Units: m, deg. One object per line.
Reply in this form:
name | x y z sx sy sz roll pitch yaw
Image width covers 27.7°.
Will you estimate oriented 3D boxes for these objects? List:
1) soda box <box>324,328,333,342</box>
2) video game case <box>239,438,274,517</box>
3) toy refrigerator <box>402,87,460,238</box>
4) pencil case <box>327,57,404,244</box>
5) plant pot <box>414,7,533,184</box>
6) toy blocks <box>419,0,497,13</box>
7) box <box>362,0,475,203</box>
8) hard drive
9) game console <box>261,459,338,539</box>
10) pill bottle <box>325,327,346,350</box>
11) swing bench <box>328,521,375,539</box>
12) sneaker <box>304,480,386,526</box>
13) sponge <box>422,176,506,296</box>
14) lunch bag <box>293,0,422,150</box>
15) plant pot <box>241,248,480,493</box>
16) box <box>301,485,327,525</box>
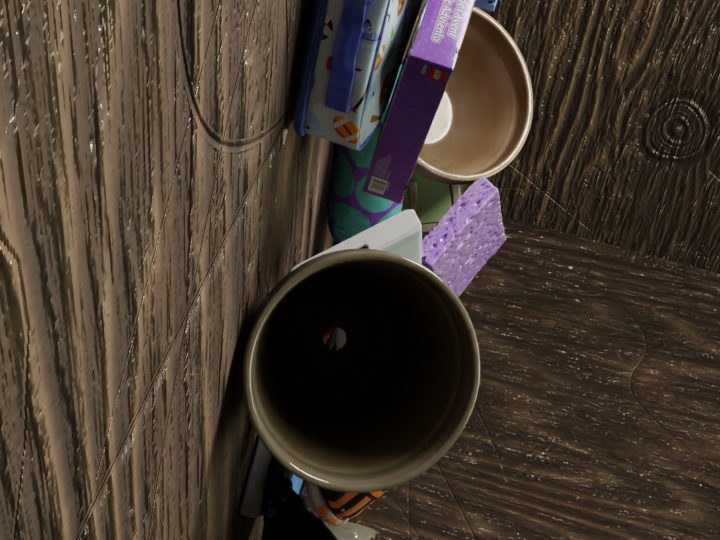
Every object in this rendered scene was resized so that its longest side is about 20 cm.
soda box | -0.019 0.105 1.789 0.200 0.063 0.071 -61 165 -67
video game case | -0.079 0.154 1.519 0.182 0.022 0.203 64 40 -82
toy refrigerator | 0.074 -0.140 1.704 0.070 0.075 0.203 65 20 -82
pencil case | 0.019 -0.117 1.470 0.092 0.085 0.202 -20 138 -34
plant pot | 0.085 -0.189 1.617 0.092 0.199 0.203 -19 -130 61
toy blocks | 0.078 -0.290 1.365 0.201 0.135 0.101 -67 170 -57
box | 0.053 -0.165 1.205 0.201 0.039 0.138 111 -3 -61
hard drive | 0.000 0.000 1.460 0.027 0.131 0.200 62 -3 11
game console | -0.039 0.255 1.485 0.201 0.115 0.177 99 8 -52
pill bottle | 0.023 0.082 1.520 0.200 0.111 0.114 122 -14 -70
swing bench | -0.065 0.477 1.998 0.200 0.128 0.202 -68 165 -51
sneaker | 0.003 0.142 1.394 0.112 0.077 0.201 -34 -139 22
sponge | 0.116 -0.028 1.648 0.112 0.030 0.200 -49 163 -6
lunch bag | 0.002 -0.205 1.139 0.161 0.075 0.202 -64 168 -56
plant pot | -0.010 0.072 1.270 0.174 0.197 0.203 -138 -119 -78
box | -0.055 0.273 1.745 0.159 0.048 0.201 -66 -179 -63
